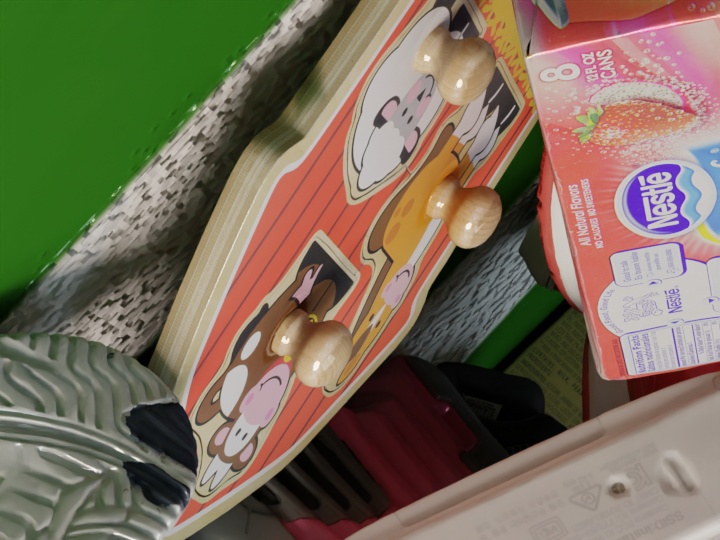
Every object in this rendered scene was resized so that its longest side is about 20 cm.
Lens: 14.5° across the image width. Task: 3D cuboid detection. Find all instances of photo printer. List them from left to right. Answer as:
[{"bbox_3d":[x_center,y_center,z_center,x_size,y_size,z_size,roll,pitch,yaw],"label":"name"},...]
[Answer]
[{"bbox_3d":[0.070,0.133,0.934,0.166,0.070,0.200,-24,146,-10],"label":"photo printer"}]

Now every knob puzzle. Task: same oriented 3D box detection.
[{"bbox_3d":[0.000,0.000,0.810,0.220,0.030,0.220,-51,163,-22],"label":"knob puzzle"}]

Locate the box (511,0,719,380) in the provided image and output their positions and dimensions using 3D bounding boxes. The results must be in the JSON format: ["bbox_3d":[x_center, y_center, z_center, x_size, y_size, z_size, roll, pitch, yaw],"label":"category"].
[{"bbox_3d":[0.095,-0.057,0.755,0.102,0.095,0.200,-12,153,6],"label":"box"}]

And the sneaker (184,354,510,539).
[{"bbox_3d":[-0.021,0.088,0.966,0.095,0.079,0.200,-41,165,21],"label":"sneaker"}]

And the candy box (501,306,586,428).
[{"bbox_3d":[0.114,0.045,1.201,0.200,0.055,0.115,-44,163,-12],"label":"candy box"}]

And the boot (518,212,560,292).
[{"bbox_3d":[0.161,-0.009,1.044,0.200,0.144,0.072,-27,157,-44],"label":"boot"}]

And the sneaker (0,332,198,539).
[{"bbox_3d":[-0.132,0.100,0.711,0.199,0.079,0.130,-47,179,-41],"label":"sneaker"}]

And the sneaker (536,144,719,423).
[{"bbox_3d":[0.130,0.006,0.929,0.078,0.115,0.200,-58,148,-33],"label":"sneaker"}]

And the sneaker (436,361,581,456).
[{"bbox_3d":[0.024,0.106,1.100,0.199,0.114,0.076,-25,156,36],"label":"sneaker"}]
